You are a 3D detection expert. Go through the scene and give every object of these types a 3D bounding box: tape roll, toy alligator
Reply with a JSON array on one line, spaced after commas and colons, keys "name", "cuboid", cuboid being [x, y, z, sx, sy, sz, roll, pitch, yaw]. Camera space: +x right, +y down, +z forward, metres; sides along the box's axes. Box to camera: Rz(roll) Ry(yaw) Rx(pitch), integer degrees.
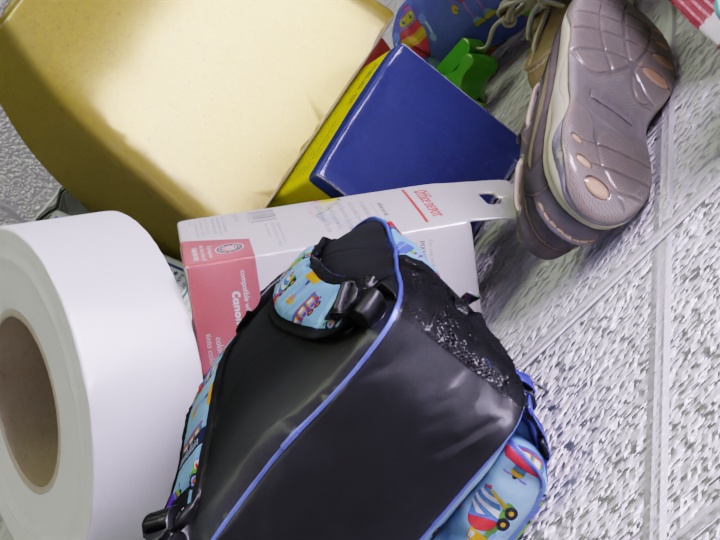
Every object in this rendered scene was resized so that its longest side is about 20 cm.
[{"name": "tape roll", "cuboid": [-0.161, 0.068, 1.158, 0.071, 0.203, 0.202, -10, -9, -28]}, {"name": "toy alligator", "cuboid": [0.062, -0.119, 1.423, 0.200, 0.059, 0.054, -39, 61, 40]}]

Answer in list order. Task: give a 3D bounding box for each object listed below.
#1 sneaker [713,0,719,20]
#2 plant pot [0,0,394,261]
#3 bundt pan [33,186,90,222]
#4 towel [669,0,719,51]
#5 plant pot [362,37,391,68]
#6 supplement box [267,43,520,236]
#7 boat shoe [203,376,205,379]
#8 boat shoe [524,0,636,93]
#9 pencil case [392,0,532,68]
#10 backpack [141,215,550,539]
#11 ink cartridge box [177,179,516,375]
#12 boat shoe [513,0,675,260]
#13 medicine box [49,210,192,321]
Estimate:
[{"name": "sneaker", "cuboid": [0.234, -0.172, 0.916, 0.200, 0.077, 0.091, -58, 18, -11]}, {"name": "plant pot", "cuboid": [-0.134, -0.138, 1.333, 0.195, 0.200, 0.195, -56, 13, -14]}, {"name": "bundt pan", "cuboid": [-0.154, 0.021, 1.509, 0.202, 0.202, 0.076, -49, 25, 18]}, {"name": "towel", "cuboid": [0.181, -0.228, 1.058, 0.023, 0.200, 0.144, 2, -44, -50]}, {"name": "plant pot", "cuboid": [-0.074, -0.108, 1.590, 0.195, 0.201, 0.201, -35, 21, 31]}, {"name": "supplement box", "cuboid": [0.001, -0.050, 1.321, 0.109, 0.109, 0.200, -58, 15, -22]}, {"name": "boat shoe", "cuboid": [-0.093, 0.119, 1.183, 0.062, 0.072, 0.200, -54, 36, 25]}, {"name": "boat shoe", "cuboid": [0.142, -0.191, 1.295, 0.073, 0.063, 0.201, -33, 24, 57]}, {"name": "pencil case", "cuboid": [0.103, -0.204, 1.435, 0.200, 0.087, 0.078, -38, 58, 50]}, {"name": "backpack", "cuboid": [-0.006, 0.074, 0.969, 0.183, 0.134, 0.200, -51, 14, 12]}, {"name": "ink cartridge box", "cuboid": [0.000, 0.000, 1.154, 0.199, 0.068, 0.117, -9, 15, -5]}, {"name": "boat shoe", "cuboid": [0.115, -0.082, 1.088, 0.073, 0.074, 0.200, -43, 16, 37]}, {"name": "medicine box", "cuboid": [-0.162, 0.085, 1.339, 0.199, 0.103, 0.183, 22, 70, 33]}]
